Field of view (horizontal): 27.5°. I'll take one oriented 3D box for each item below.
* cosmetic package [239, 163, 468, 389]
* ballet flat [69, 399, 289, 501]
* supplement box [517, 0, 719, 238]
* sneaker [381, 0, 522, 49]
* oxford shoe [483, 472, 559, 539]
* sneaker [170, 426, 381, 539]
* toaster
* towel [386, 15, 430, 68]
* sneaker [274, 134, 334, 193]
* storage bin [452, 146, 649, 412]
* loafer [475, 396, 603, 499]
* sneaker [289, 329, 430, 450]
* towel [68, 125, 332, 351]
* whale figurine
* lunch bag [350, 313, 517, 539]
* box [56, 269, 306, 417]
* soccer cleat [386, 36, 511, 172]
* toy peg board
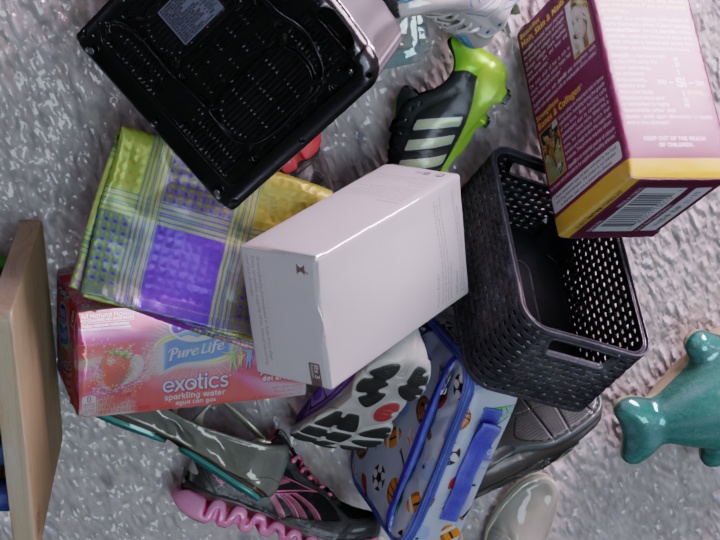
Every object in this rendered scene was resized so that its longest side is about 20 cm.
[{"bbox_3d":[0.000,0.000,1.174,0.199,0.081,0.114,-28,121,-46],"label":"cosmetic package"},{"bbox_3d":[-0.153,0.131,1.275,0.198,0.067,0.064,28,78,-5],"label":"ballet flat"},{"bbox_3d":[0.219,-0.143,1.247,0.102,0.131,0.202,-2,71,-21],"label":"supplement box"},{"bbox_3d":[0.085,-0.220,1.209,0.199,0.074,0.088,-28,126,-45],"label":"sneaker"},{"bbox_3d":[0.151,0.299,1.482,0.075,0.058,0.202,22,98,-25],"label":"oxford shoe"},{"bbox_3d":[-0.068,0.196,1.338,0.198,0.079,0.096,17,87,-15],"label":"sneaker"},{"bbox_3d":[-0.083,-0.180,1.104,0.200,0.119,0.181,-39,99,25],"label":"toaster"},{"bbox_3d":[-0.039,-0.244,1.205,0.198,0.048,0.173,-11,110,-18],"label":"towel"},{"bbox_3d":[-0.105,-0.044,1.237,0.199,0.071,0.098,-34,116,-9],"label":"sneaker"},{"bbox_3d":[0.156,0.007,1.282,0.134,0.202,0.094,16,136,-26],"label":"storage bin"},{"bbox_3d":[0.145,0.173,1.435,0.198,0.072,0.063,-24,137,-5],"label":"loafer"},{"bbox_3d":[0.003,0.097,1.304,0.080,0.084,0.200,17,141,-25],"label":"sneaker"},{"bbox_3d":[-0.118,-0.022,1.174,0.198,0.023,0.145,18,86,-20],"label":"towel"},{"bbox_3d":[0.354,0.137,1.476,0.198,0.104,0.161,-19,116,-14],"label":"whale figurine"},{"bbox_3d":[0.066,0.140,1.324,0.075,0.160,0.202,11,109,-24],"label":"lunch bag"},{"bbox_3d":[-0.150,0.053,1.239,0.198,0.103,0.096,-4,111,-20],"label":"box"},{"bbox_3d":[0.050,-0.111,1.287,0.081,0.068,0.201,35,99,-5],"label":"soccer cleat"},{"bbox_3d":[-0.298,0.089,1.149,0.097,0.199,0.202,-3,111,-4],"label":"toy peg board"}]
